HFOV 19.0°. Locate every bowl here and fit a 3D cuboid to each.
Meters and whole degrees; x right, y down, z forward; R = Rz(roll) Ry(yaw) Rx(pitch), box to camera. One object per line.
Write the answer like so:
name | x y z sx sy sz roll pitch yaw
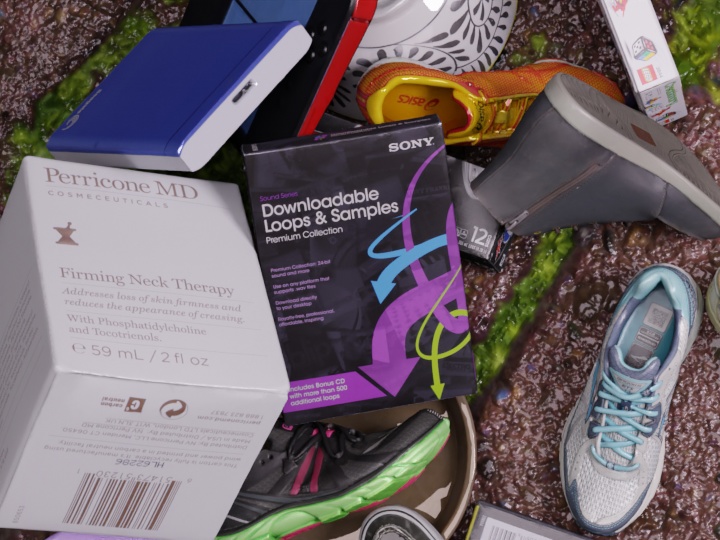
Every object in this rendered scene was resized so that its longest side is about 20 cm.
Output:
bowl | 0.013 -0.217 1.594 0.199 0.094 0.202 -2 83 12

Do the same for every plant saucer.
plant saucer | -0.011 0.136 1.584 0.198 0.029 0.202 -2 81 11

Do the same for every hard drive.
hard drive | -0.133 -0.125 1.539 0.132 0.199 0.025 -50 118 -21

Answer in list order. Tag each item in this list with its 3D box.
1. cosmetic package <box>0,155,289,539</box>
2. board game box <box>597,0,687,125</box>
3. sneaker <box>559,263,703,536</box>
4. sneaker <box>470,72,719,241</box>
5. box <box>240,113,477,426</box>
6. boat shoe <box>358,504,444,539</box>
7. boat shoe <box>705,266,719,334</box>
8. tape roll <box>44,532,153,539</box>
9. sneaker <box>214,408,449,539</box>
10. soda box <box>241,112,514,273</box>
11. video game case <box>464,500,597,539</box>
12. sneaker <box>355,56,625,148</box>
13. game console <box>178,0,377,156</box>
cosmetic package | -0.167 0.056 1.486 0.166 0.167 0.201 7 43 -24
board game box | 0.182 -0.209 1.543 0.034 0.126 0.201 -21 79 8
sneaker | 0.185 0.087 1.523 0.077 0.086 0.201 14 85 13
sneaker | 0.171 -0.056 1.523 0.106 0.199 0.075 -45 36 22
box | 0.000 0.000 1.512 0.142 0.036 0.202 -10 103 -4
boat shoe | 0.048 0.259 1.511 0.070 0.064 0.201 -22 79 7
boat shoe | 0.316 0.076 1.511 0.073 0.063 0.200 -45 77 2
tape roll | -0.173 0.283 1.578 0.198 0.066 0.202 -2 82 12
sneaker | -0.032 0.138 1.535 0.199 0.077 0.084 -22 83 6
soda box | 0.018 -0.064 1.583 0.199 0.071 0.064 20 86 13
video game case | 0.149 0.282 1.535 0.199 0.025 0.182 18 86 12
sneaker | 0.096 -0.111 1.553 0.198 0.077 0.074 -1 113 -10
game console | -0.068 -0.180 1.560 0.178 0.031 0.200 -61 40 21
